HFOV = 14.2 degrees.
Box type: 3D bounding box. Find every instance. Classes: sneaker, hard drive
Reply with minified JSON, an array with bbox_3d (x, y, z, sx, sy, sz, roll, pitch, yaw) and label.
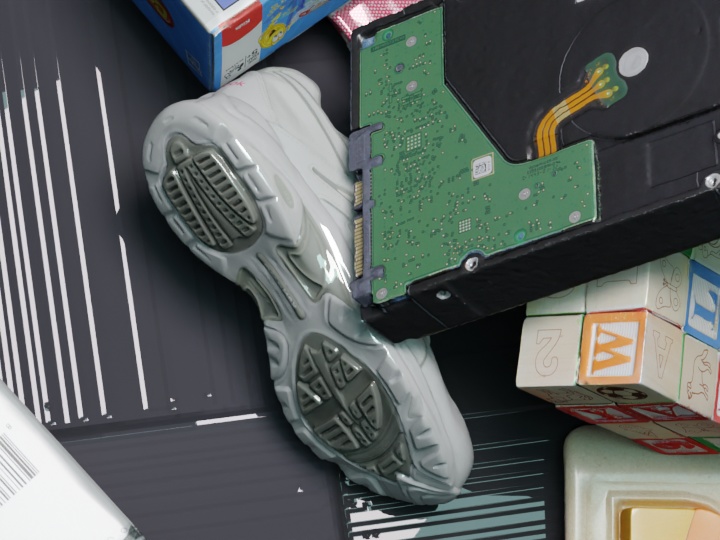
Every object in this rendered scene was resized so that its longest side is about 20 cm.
[{"bbox_3d":[0.000,0.000,1.192,0.099,0.078,0.201,-40,105,-43],"label":"sneaker"},{"bbox_3d":[0.087,-0.062,1.120,0.199,0.038,0.140,-19,53,27],"label":"hard drive"}]

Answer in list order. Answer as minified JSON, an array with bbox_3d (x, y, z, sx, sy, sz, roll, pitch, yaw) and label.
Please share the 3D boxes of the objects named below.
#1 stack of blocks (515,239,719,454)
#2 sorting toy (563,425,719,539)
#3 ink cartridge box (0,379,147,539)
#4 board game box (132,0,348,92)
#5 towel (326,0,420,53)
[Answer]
[{"bbox_3d":[0.129,-0.035,1.180,0.115,0.058,0.201,26,67,-49],"label":"stack of blocks"},{"bbox_3d":[0.177,0.163,1.209,0.184,0.036,0.201,2,77,-10],"label":"sorting toy"},{"bbox_3d":[-0.151,0.145,1.129,0.147,0.083,0.200,-41,86,-16],"label":"ink cartridge box"},{"bbox_3d":[-0.044,-0.208,1.223,0.195,0.056,0.200,-35,72,-16],"label":"board game box"},{"bbox_3d":[0.061,-0.119,1.260,0.146,0.030,0.200,-38,88,-17],"label":"towel"}]
